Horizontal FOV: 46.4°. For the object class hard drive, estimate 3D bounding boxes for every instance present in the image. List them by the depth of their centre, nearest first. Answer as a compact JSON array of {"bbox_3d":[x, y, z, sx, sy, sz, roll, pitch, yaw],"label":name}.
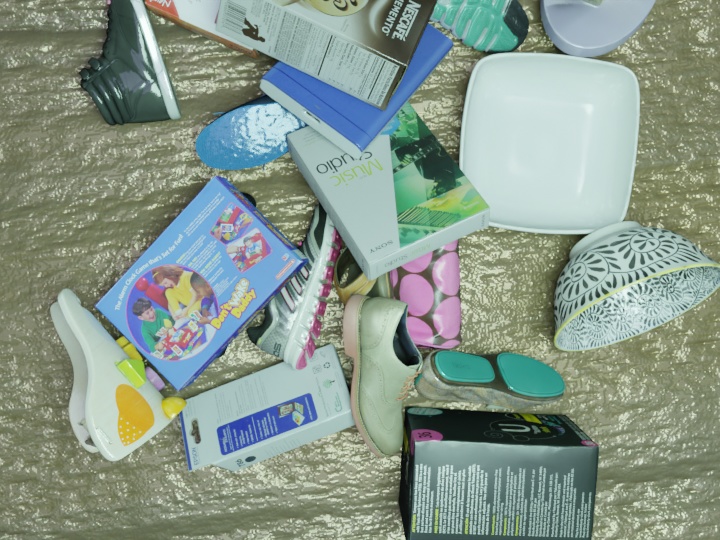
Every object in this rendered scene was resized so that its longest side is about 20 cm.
[{"bbox_3d":[0.000,-0.229,0.932,0.132,0.025,0.200,36,61,2],"label":"hard drive"}]

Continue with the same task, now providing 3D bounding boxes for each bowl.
[{"bbox_3d":[0.296,0.006,0.951,0.201,0.201,0.094,-18,65,0],"label":"bowl"},{"bbox_3d":[0.210,-0.143,0.974,0.200,0.075,0.200,5,93,-3],"label":"bowl"}]

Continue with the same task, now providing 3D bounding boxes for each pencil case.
[{"bbox_3d":[0.068,-0.008,0.973,0.094,0.091,0.200,-3,96,4],"label":"pencil case"}]

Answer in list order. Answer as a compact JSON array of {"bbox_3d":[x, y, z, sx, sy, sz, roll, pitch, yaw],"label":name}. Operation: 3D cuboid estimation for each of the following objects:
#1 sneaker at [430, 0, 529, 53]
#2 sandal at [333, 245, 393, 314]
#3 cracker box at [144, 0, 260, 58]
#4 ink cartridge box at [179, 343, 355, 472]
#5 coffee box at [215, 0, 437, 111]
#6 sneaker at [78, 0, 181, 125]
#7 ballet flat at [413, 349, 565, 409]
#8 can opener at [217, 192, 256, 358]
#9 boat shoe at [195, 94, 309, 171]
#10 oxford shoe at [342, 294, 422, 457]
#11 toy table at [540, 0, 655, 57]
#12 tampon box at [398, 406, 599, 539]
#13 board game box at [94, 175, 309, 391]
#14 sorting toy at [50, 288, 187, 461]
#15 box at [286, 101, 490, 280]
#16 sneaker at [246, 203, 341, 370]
[{"bbox_3d":[0.103,-0.318,0.967,0.200,0.088,0.074,17,120,-25],"label":"sneaker"},{"bbox_3d":[0.000,0.000,0.957,0.054,0.080,0.200,-9,118,-34],"label":"sandal"},{"bbox_3d":[-0.143,-0.363,0.959,0.134,0.058,0.200,22,93,-2],"label":"cracker box"},{"bbox_3d":[-0.108,0.165,0.977,0.200,0.039,0.099,-19,51,0],"label":"ink cartridge box"},{"bbox_3d":[-0.034,-0.269,0.879,0.200,0.080,0.113,24,59,-4],"label":"coffee box"},{"bbox_3d":[-0.282,-0.257,0.955,0.099,0.071,0.200,-18,98,-5],"label":"sneaker"},{"bbox_3d":[0.148,0.132,0.988,0.200,0.068,0.067,14,136,-26],"label":"ballet flat"},{"bbox_3d":[-0.159,0.004,0.984,0.063,0.079,0.200,6,89,-47],"label":"can opener"},{"bbox_3d":[-0.092,-0.168,0.971,0.200,0.069,0.084,-20,107,-5],"label":"boat shoe"},{"bbox_3d":[0.031,0.123,0.929,0.074,0.071,0.200,0,116,24],"label":"oxford shoe"},{"bbox_3d":[0.275,-0.346,0.914,0.184,0.117,0.200,14,74,5],"label":"toy table"},{"bbox_3d":[0.149,0.236,0.958,0.200,0.150,0.126,3,94,-2],"label":"tampon box"},{"bbox_3d":[-0.175,0.014,0.929,0.134,0.045,0.200,45,97,3],"label":"board game box"},{"bbox_3d":[-0.291,0.107,0.933,0.107,0.200,0.180,-32,95,-25],"label":"sorting toy"},{"bbox_3d":[0.026,-0.098,0.901,0.144,0.036,0.200,-25,60,-13],"label":"box"},{"bbox_3d":[-0.079,0.010,0.976,0.087,0.074,0.200,15,86,9],"label":"sneaker"}]
